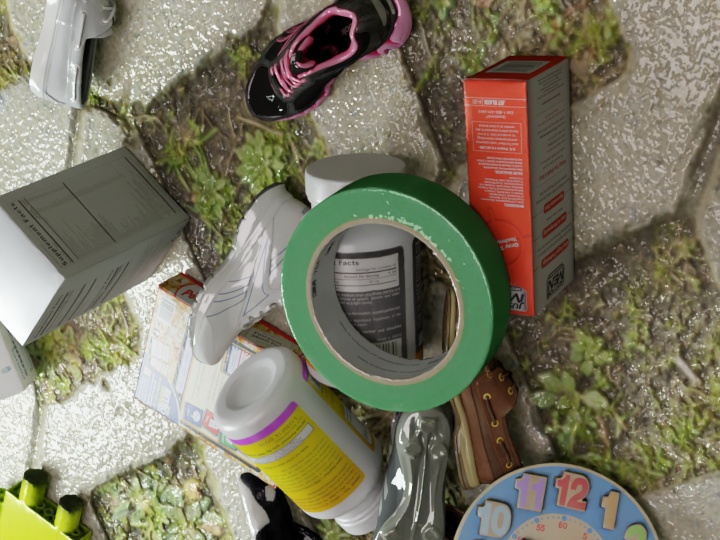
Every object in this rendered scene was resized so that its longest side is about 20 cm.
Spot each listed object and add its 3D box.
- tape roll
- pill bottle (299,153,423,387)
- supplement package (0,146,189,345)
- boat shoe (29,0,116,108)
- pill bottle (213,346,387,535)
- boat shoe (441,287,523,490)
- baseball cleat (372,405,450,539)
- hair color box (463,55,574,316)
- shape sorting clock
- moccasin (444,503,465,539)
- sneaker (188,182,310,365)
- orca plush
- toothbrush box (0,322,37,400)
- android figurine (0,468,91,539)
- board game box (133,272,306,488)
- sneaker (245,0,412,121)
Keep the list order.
[{"bbox_3d":[0.029,0.020,1.131,0.198,0.048,0.203,9,112,23],"label":"tape roll"},{"bbox_3d":[0.000,0.000,1.234,0.115,0.116,0.203,8,112,29],"label":"pill bottle"},{"bbox_3d":[-0.293,-0.029,1.354,0.114,0.200,0.110,46,126,8],"label":"supplement package"},{"bbox_3d":[-0.283,-0.256,1.345,0.068,0.072,0.202,22,114,-1],"label":"boat shoe"},{"bbox_3d":[-0.047,0.175,1.306,0.103,0.105,0.200,-19,125,36],"label":"pill bottle"},{"bbox_3d":[0.114,0.108,1.241,0.067,0.072,0.203,-7,109,5],"label":"boat shoe"},{"bbox_3d":[0.053,0.209,1.290,0.069,0.107,0.202,11,108,-5],"label":"baseball cleat"},{"bbox_3d":[0.137,-0.074,1.127,0.061,0.101,0.203,6,111,29],"label":"hair color box"},{"bbox_3d":[0.181,0.279,1.221,0.197,0.039,0.203,-1,81,9],"label":"shape sorting clock"},{"bbox_3d":[0.142,0.282,1.288,0.200,0.073,0.079,26,129,32],"label":"moccasin"},{"bbox_3d":[-0.104,0.015,1.312,0.087,0.074,0.201,32,106,7],"label":"sneaker"},{"bbox_3d":[-0.073,0.311,1.428,0.070,0.105,0.202,-16,74,-2],"label":"orca plush"},{"bbox_3d":[-0.503,0.102,1.551,0.198,0.085,0.148,-22,99,0],"label":"toothbrush box"},{"bbox_3d":[-0.408,0.352,1.678,0.181,0.041,0.202,32,121,18],"label":"android figurine"},{"bbox_3d":[-0.142,0.117,1.411,0.199,0.046,0.153,30,121,19],"label":"board game box"},{"bbox_3d":[-0.048,-0.194,1.201,0.199,0.095,0.079,-32,92,38],"label":"sneaker"}]
